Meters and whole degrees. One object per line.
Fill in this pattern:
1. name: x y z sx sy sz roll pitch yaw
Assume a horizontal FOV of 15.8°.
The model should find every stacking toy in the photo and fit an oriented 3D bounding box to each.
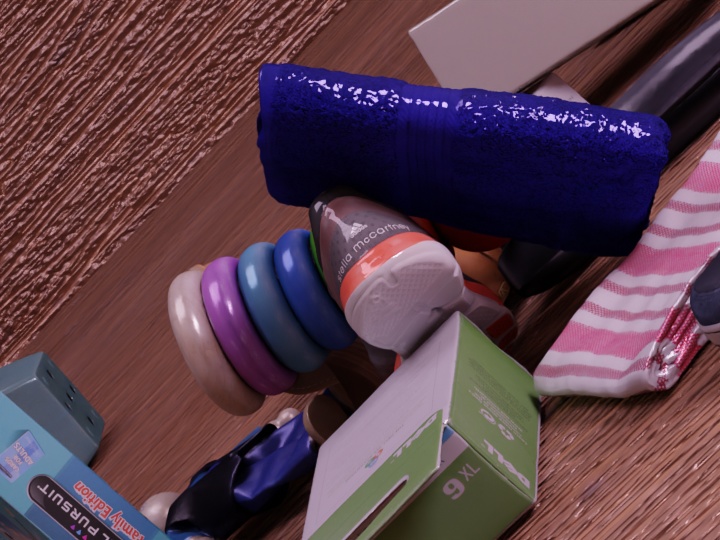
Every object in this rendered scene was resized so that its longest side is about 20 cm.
1. stacking toy: 0.000 0.000 1.383 0.199 0.086 0.085 -27 15 13

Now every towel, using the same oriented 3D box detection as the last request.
1. towel: 0.048 -0.050 1.268 0.148 0.199 0.050 73 -155 -78
2. towel: 0.159 -0.022 1.194 0.200 0.030 0.146 -51 9 -14

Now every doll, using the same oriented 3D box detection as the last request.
1. doll: -0.066 0.123 1.572 0.200 0.048 0.137 -37 14 39

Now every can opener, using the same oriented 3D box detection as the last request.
1. can opener: 0.147 -0.069 1.391 0.200 0.079 0.063 -43 -28 16

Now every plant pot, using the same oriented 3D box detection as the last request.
1. plant pot: -0.335 0.176 2.331 0.200 0.141 0.141 -39 10 7

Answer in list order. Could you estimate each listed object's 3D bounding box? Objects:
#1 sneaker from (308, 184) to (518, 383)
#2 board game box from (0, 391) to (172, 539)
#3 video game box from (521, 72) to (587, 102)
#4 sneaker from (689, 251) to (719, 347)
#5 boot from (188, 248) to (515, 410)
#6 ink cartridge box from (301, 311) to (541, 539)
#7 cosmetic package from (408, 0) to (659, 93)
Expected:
1. sneaker: 0.022 0.009 1.315 0.077 0.082 0.200 -36 -26 -5
2. board game box: -0.169 0.146 1.488 0.047 0.200 0.151 -51 9 -16
3. video game box: 0.047 -0.023 1.666 0.182 0.047 0.200 -51 10 -30
4. sneaker: 0.169 -0.077 1.024 0.202 0.146 0.077 -47 11 19
5. boot: 0.008 0.003 1.498 0.200 0.074 0.155 24 59 41
6. ink cartridge box: 0.027 0.103 1.193 0.104 0.059 0.200 -45 10 16
7. cosmetic package: 0.140 -0.180 1.628 0.200 0.073 0.103 -31 1 26
